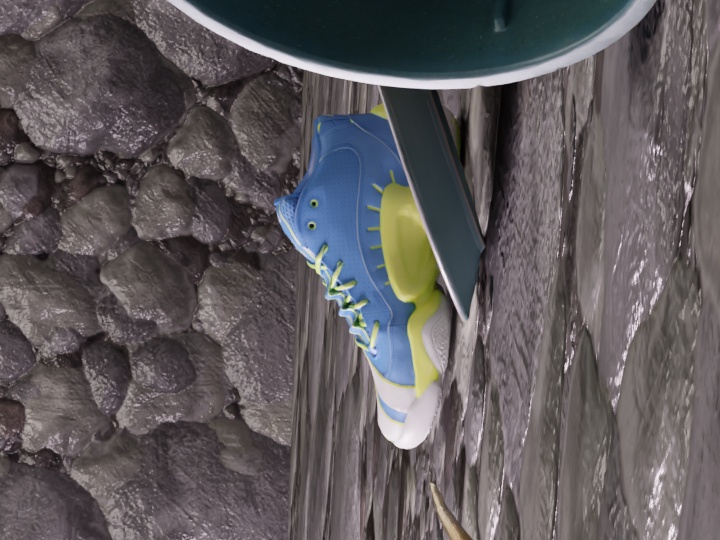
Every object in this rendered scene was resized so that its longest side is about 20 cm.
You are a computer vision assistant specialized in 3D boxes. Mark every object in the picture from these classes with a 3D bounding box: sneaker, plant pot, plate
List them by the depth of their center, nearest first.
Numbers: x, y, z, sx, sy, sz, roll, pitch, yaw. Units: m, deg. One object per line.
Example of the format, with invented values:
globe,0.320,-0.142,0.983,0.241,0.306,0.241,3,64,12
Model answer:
plant pot,0.021,-0.201,0.986,0.200,0.200,0.197,100,180,-61
plate,0.032,-0.072,1.436,0.200,0.026,0.201,-18,-90,-85
sneaker,0.000,0.000,1.613,0.076,0.105,0.201,136,138,-84

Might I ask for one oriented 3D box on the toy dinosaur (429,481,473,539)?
toy dinosaur,0.060,0.155,1.103,0.200,0.058,0.101,-133,61,-74
